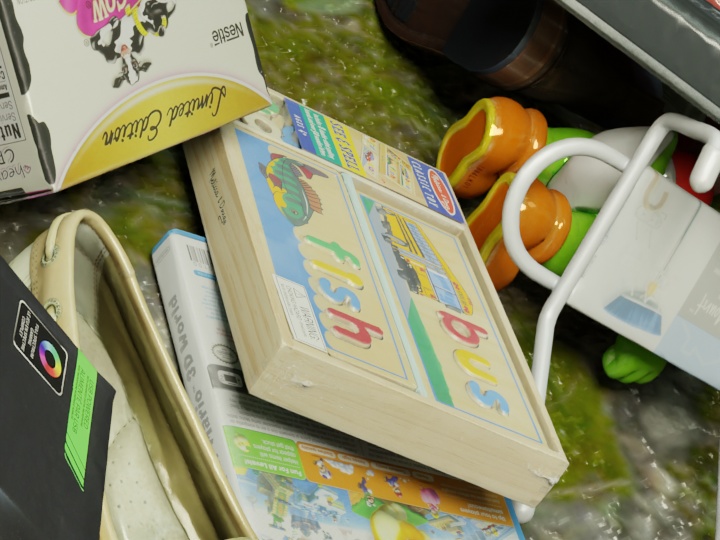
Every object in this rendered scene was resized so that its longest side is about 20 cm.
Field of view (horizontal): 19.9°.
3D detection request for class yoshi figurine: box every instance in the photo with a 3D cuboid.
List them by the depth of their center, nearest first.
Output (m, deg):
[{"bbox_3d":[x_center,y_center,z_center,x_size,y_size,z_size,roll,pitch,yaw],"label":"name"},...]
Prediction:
[{"bbox_3d":[0.129,-0.009,0.952,0.198,0.114,0.112,12,5,-23],"label":"yoshi figurine"}]

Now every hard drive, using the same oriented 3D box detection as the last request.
[{"bbox_3d":[0.154,-0.088,0.879,0.199,0.033,0.139,38,14,10],"label":"hard drive"}]

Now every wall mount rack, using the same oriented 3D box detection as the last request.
[{"bbox_3d":[0.136,0.038,0.862,0.199,0.175,0.075,28,4,-28],"label":"wall mount rack"}]

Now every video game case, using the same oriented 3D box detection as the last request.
[{"bbox_3d":[0.002,0.081,0.757,0.142,0.018,0.201,18,40,-38],"label":"video game case"}]

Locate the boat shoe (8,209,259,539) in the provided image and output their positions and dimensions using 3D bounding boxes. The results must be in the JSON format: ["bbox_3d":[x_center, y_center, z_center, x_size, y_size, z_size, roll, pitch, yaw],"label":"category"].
[{"bbox_3d":[-0.064,0.076,0.639,0.073,0.063,0.202,4,50,-47],"label":"boat shoe"}]

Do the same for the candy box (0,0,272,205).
[{"bbox_3d":[-0.114,-0.136,0.736,0.136,0.061,0.202,-29,108,-53],"label":"candy box"}]

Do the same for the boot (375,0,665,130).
[{"bbox_3d":[0.073,-0.122,1.009,0.096,0.075,0.200,28,16,-29],"label":"boot"}]

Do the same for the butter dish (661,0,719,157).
[{"bbox_3d":[0.191,-0.155,1.074,0.200,0.148,0.200,47,-9,2],"label":"butter dish"}]

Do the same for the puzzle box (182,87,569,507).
[{"bbox_3d":[0.000,0.000,0.806,0.132,0.025,0.201,24,26,-29],"label":"puzzle box"}]

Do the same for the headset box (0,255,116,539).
[{"bbox_3d":[-0.146,0.050,0.488,0.201,0.092,0.175,56,20,-35],"label":"headset box"}]
